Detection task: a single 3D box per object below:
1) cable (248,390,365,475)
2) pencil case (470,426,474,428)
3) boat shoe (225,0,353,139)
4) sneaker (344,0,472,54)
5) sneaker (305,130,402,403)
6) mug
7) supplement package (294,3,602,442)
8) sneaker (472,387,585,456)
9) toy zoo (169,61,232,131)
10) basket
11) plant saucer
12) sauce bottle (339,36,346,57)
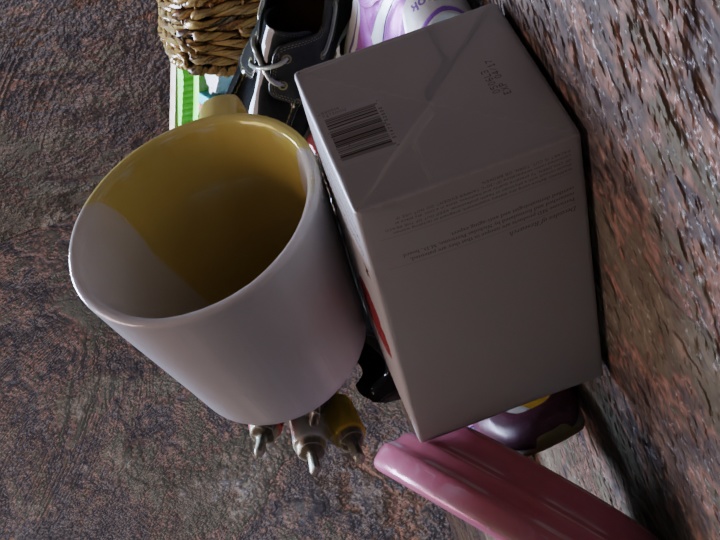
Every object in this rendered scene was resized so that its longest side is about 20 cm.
[{"bbox_3d":[-0.046,0.064,0.947,0.200,0.097,0.050,-93,12,-60],"label":"cable"},{"bbox_3d":[0.091,0.118,1.293,0.200,0.087,0.088,-113,4,-52],"label":"pencil case"},{"bbox_3d":[-0.054,-0.145,0.896,0.072,0.200,0.068,29,-171,21],"label":"boat shoe"},{"bbox_3d":[0.039,-0.120,0.859,0.201,0.073,0.114,77,169,-63],"label":"sneaker"},{"bbox_3d":[0.000,0.000,0.899,0.071,0.098,0.201,-4,112,66],"label":"sneaker"},{"bbox_3d":[-0.060,-0.001,0.803,0.149,0.187,0.153,13,150,32],"label":"mug"},{"bbox_3d":[0.053,-0.021,0.757,0.200,0.120,0.121,73,175,-47],"label":"supplement package"},{"bbox_3d":[0.094,0.057,0.953,0.200,0.075,0.090,-121,6,-69],"label":"sneaker"},{"bbox_3d":[-0.093,-0.118,1.074,0.200,0.020,0.131,35,130,44],"label":"toy zoo"},{"bbox_3d":[-0.086,-0.248,1.020,0.200,0.142,0.149,-91,2,-59],"label":"basket"},{"bbox_3d":[0.105,0.148,0.828,0.200,0.051,0.201,29,173,4],"label":"plant saucer"},{"bbox_3d":[0.014,-0.166,1.014,0.200,0.065,0.065,81,169,-81],"label":"sauce bottle"}]
